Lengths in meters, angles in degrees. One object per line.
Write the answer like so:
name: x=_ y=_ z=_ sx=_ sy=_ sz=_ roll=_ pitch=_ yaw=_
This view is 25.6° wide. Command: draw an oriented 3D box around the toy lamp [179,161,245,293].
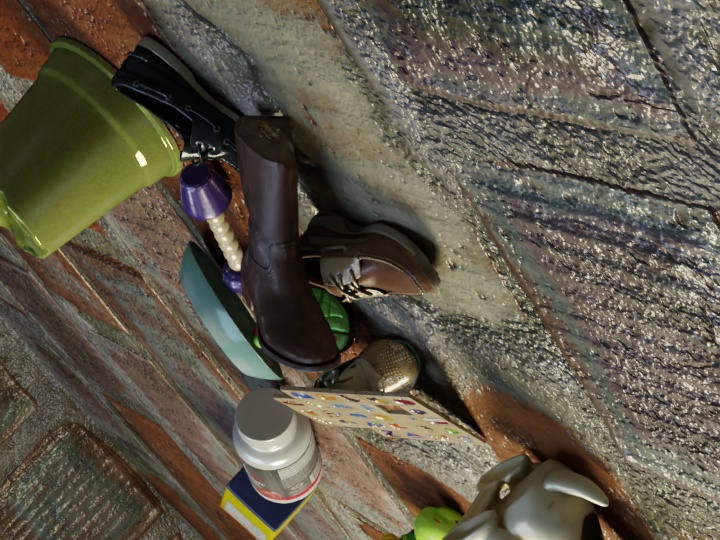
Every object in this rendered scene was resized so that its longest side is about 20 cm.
toy lamp: x=-0.152 y=-0.048 z=1.736 sx=0.058 sy=0.058 sz=0.200 roll=34 pitch=162 yaw=29

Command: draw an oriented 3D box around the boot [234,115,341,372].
boot: x=-0.068 y=-0.030 z=1.442 sx=0.186 sy=0.064 sz=0.200 roll=46 pitch=141 yaw=48

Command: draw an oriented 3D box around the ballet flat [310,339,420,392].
ballet flat: x=-0.001 y=0.125 z=1.732 sx=0.071 sy=0.065 sz=0.200 roll=60 pitch=152 yaw=4

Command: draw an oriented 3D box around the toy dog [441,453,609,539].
toy dog: x=0.215 y=0.288 z=1.616 sx=0.194 sy=0.140 sz=0.200 roll=-35 pitch=101 yaw=35

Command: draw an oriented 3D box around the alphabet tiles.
alphabet tiles: x=0.012 y=0.156 z=1.719 sx=0.200 sy=0.008 sz=0.167 roll=1 pitch=159 yaw=35

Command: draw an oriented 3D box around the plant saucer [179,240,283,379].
plant saucer: x=-0.162 y=0.056 z=1.901 sx=0.200 sy=0.036 sz=0.200 roll=56 pitch=-179 yaw=-2

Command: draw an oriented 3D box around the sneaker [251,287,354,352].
sneaker: x=-0.050 y=0.067 z=1.778 sx=0.084 sy=0.077 sz=0.200 roll=27 pitch=169 yaw=-23

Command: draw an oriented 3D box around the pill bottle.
pill bottle: x=-0.119 y=0.243 z=2.231 sx=0.111 sy=0.111 sz=0.200 roll=36 pitch=160 yaw=24

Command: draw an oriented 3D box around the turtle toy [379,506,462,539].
turtle toy: x=0.102 y=0.377 z=2.071 sx=0.146 sy=0.101 sz=0.200 roll=34 pitch=160 yaw=26

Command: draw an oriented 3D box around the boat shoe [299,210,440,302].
boat shoe: x=0.000 y=0.000 z=1.483 sx=0.076 sy=0.072 sz=0.200 roll=53 pitch=160 yaw=-27

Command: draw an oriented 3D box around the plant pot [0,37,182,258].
plant pot: x=-0.331 y=-0.121 z=1.747 sx=0.200 sy=0.184 sz=0.200 roll=39 pitch=162 yaw=15

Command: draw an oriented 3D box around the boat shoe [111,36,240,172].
boat shoe: x=-0.159 y=-0.136 z=1.529 sx=0.199 sy=0.066 sz=0.075 roll=45 pitch=162 yaw=-4

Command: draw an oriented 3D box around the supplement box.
supplement box: x=-0.149 y=0.362 z=2.571 sx=0.109 sy=0.110 sz=0.200 roll=42 pitch=162 yaw=5
